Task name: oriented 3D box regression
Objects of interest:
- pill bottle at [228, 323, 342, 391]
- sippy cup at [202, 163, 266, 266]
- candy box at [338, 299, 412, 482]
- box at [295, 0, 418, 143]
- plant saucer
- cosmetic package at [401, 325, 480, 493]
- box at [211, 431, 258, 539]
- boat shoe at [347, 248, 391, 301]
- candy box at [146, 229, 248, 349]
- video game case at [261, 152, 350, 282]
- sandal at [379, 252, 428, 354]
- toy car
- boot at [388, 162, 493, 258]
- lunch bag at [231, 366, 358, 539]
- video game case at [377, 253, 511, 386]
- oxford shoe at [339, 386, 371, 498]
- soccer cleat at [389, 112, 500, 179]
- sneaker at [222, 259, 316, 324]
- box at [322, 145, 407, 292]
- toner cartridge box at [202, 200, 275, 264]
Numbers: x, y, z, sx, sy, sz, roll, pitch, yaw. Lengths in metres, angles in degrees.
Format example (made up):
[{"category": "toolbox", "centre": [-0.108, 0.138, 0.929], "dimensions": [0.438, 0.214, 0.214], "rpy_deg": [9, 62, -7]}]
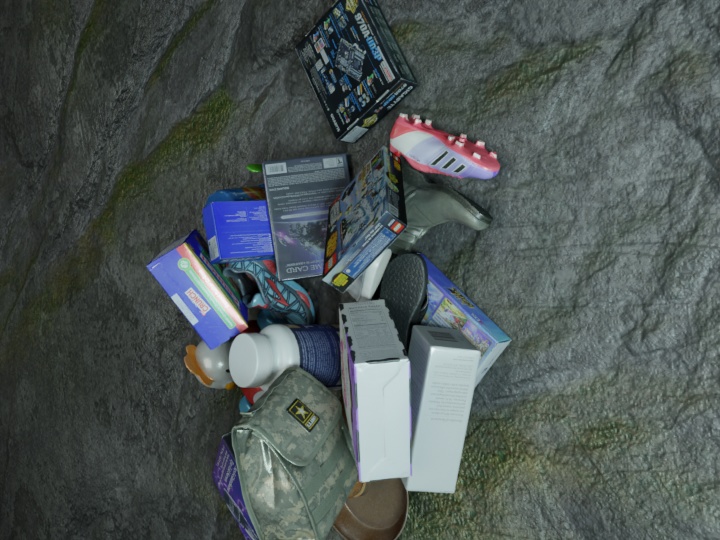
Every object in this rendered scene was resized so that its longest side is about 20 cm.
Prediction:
[{"category": "pill bottle", "centre": [-0.104, 0.141, 1.090], "dimensions": [0.111, 0.200, 0.111], "rpy_deg": [-6, 82, 48]}, {"category": "sippy cup", "centre": [-0.207, -0.094, 1.226], "dimensions": [0.140, 0.130, 0.178], "rpy_deg": [-14, 83, 41]}, {"category": "candy box", "centre": [0.017, 0.153, 0.915], "dimensions": [0.200, 0.071, 0.168], "rpy_deg": [-111, 18, -70]}, {"category": "box", "centre": [-0.012, -0.334, 1.102], "dimensions": [0.159, 0.046, 0.200], "rpy_deg": [-37, 68, 36]}, {"category": "plant saucer", "centre": [0.009, 0.352, 1.116], "dimensions": [0.200, 0.037, 0.201], "rpy_deg": [2, 94, 42]}, {"category": "cosmetic package", "centre": [0.099, 0.185, 0.921], "dimensions": [0.101, 0.071, 0.200], "rpy_deg": [-125, 43, -75]}, {"category": "box", "centre": [-0.166, 0.389, 1.201], "dimensions": [0.200, 0.104, 0.148], "rpy_deg": [51, 140, 29]}, {"category": "boat shoe", "centre": [0.000, 0.000, 1.022], "dimensions": [0.068, 0.200, 0.072], "rpy_deg": [27, 80, 3]}, {"category": "candy box", "centre": [-0.265, 0.025, 1.141], "dimensions": [0.077, 0.200, 0.169], "rpy_deg": [-34, 103, -1]}, {"category": "video game case", "centre": [-0.079, -0.089, 1.120], "dimensions": [0.019, 0.143, 0.200], "rpy_deg": [146, 115, -79]}, {"category": "sandal", "centre": [0.065, 0.060, 0.996], "dimensions": [0.075, 0.048, 0.201], "rpy_deg": [29, 123, 35]}, {"category": "toy car", "centre": [-0.221, 0.174, 1.201], "dimensions": [0.184, 0.200, 0.177], "rpy_deg": [-48, 62, 32]}, {"category": "boot", "centre": [0.093, -0.065, 0.992], "dimensions": [0.200, 0.068, 0.131], "rpy_deg": [35, 99, 43]}, {"category": "lunch bag", "centre": [-0.092, 0.253, 0.953], "dimensions": [0.117, 0.164, 0.200], "rpy_deg": [-11, 107, 25]}, {"category": "video game case", "centre": [0.100, 0.105, 1.021], "dimensions": [0.200, 0.045, 0.181], "rpy_deg": [47, 121, 29]}, {"category": "oxford shoe", "centre": [-0.018, 0.264, 1.068], "dimensions": [0.071, 0.071, 0.200], "rpy_deg": [3, 92, 43]}, {"category": "soccer cleat", "centre": [0.118, -0.166, 0.987], "dimensions": [0.200, 0.067, 0.077], "rpy_deg": [36, 123, 37]}, {"category": "sneaker", "centre": [-0.163, 0.044, 1.174], "dimensions": [0.200, 0.096, 0.079], "rpy_deg": [49, 137, -14]}, {"category": "box", "centre": [0.005, -0.077, 0.960], "dimensions": [0.137, 0.040, 0.200], "rpy_deg": [-45, 23, 27]}, {"category": "toner cartridge box", "centre": [-0.157, -0.066, 1.135], "dimensions": [0.043, 0.200, 0.095], "rpy_deg": [-19, 79, 54]}]
